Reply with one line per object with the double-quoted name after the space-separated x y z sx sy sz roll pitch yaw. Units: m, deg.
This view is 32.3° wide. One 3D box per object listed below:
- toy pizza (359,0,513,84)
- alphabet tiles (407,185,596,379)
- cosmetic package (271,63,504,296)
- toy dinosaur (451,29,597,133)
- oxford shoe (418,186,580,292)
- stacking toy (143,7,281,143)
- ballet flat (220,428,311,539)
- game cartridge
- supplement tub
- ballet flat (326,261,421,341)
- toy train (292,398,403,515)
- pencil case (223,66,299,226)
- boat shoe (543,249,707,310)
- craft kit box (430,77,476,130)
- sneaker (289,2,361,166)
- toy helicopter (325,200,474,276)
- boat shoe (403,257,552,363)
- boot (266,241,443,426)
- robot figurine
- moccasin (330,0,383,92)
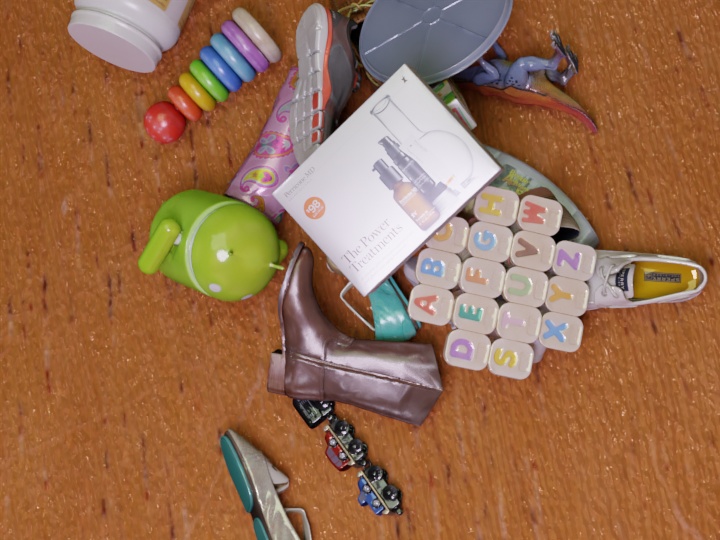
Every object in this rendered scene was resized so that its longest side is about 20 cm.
0.091 -0.294 1.481 0.199 0.032 0.201 -16 53 22 "toy pizza"
0.156 0.013 1.349 0.195 0.015 0.201 13 85 -5 "alphabet tiles"
0.029 -0.095 1.318 0.200 0.052 0.151 -44 85 11 "cosmetic package"
0.165 -0.234 1.508 0.181 0.105 0.201 -21 79 25 "toy dinosaur"
0.156 -0.022 1.382 0.200 0.071 0.074 -33 54 -16 "oxford shoe"
-0.199 -0.242 1.593 0.200 0.085 0.085 -42 69 1 "stacking toy"
-0.101 0.270 1.422 0.062 0.067 0.201 -15 71 -23 "ballet flat"
0.176 -0.058 1.473 0.200 0.041 0.133 40 80 20 "game cartridge"
-0.284 -0.375 1.617 0.144 0.145 0.201 18 77 17 "supplement tub"
0.000 0.000 1.473 0.070 0.067 0.201 -25 70 -5 "ballet flat"
-0.019 0.206 1.430 0.046 0.034 0.200 -39 68 1 "toy train"
-0.092 -0.153 1.537 0.087 0.087 0.201 24 78 18 "pencil case"
0.288 0.011 1.389 0.199 0.070 0.071 1 86 2 "boat shoe"
0.035 -0.144 1.436 0.200 0.198 0.049 -37 104 12 "craft kit box"
-0.031 -0.213 1.477 0.077 0.082 0.201 6 92 58 "sneaker"
0.054 -0.047 1.432 0.199 0.079 0.133 -30 79 -6 "toy helicopter"
0.132 0.045 1.432 0.199 0.072 0.069 23 119 25 "boat shoe"
0.004 0.073 1.407 0.199 0.064 0.187 10 104 7 "boot"
-0.173 -0.030 1.467 0.200 0.175 0.116 19 95 51 "robot figurine"
0.007 -0.303 1.565 0.073 0.078 0.202 -18 69 6 "moccasin"
